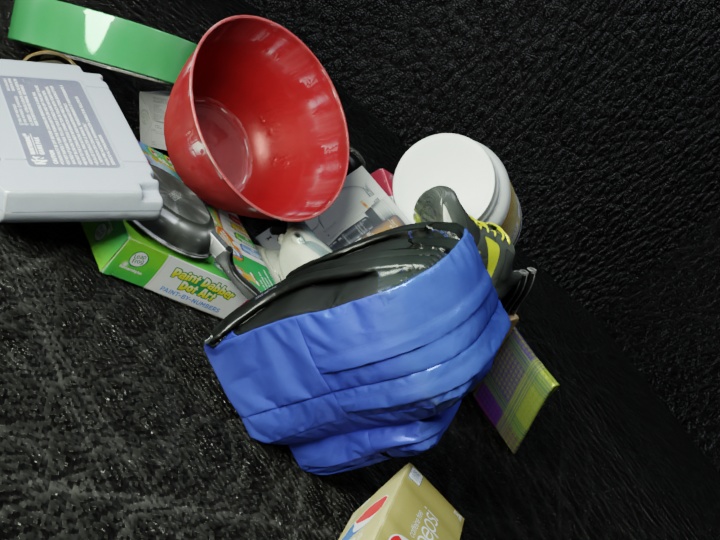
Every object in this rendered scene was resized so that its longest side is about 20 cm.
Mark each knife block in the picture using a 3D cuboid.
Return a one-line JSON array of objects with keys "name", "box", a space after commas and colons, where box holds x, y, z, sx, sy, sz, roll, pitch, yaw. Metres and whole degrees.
[{"name": "knife block", "box": [0.165, 0.066, 1.124, 0.064, 0.175, 0.200, 54, 5, 32]}]

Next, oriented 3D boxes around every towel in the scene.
[{"name": "towel", "box": [0.191, 0.130, 1.166, 0.023, 0.144, 0.200, -3, 41, -27]}]

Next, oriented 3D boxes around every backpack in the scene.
[{"name": "backpack", "box": [0.017, 0.056, 0.664, 0.168, 0.200, 0.163, 60, 28, -13]}]

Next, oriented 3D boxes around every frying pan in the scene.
[{"name": "frying pan", "box": [-0.142, -0.029, 0.716, 0.190, 0.031, 0.115, 46, 15, 16]}]

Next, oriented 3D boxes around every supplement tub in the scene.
[{"name": "supplement tub", "box": [0.123, -0.083, 1.075, 0.144, 0.144, 0.200, 49, 5, 19]}]

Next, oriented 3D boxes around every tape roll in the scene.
[{"name": "tape roll", "box": [-0.265, -0.239, 0.904, 0.200, 0.048, 0.200, 14, 7, -2]}]

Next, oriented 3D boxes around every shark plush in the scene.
[{"name": "shark plush", "box": [-0.041, 0.002, 0.843, 0.083, 0.091, 0.200, 4, 28, -38]}]

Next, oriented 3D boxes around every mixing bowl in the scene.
[{"name": "mixing bowl", "box": [-0.116, -0.134, 0.835, 0.200, 0.108, 0.201, 16, 68, -44]}]

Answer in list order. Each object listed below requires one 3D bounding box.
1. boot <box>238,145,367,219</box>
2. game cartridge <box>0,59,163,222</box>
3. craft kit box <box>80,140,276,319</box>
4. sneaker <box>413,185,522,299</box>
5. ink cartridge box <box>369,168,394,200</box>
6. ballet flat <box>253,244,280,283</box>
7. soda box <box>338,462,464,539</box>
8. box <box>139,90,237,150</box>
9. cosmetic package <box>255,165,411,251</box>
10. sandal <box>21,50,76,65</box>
[{"name": "boot", "box": [-0.094, -0.112, 1.028, 0.210, 0.080, 0.158, 2, 16, -3]}, {"name": "game cartridge", "box": [-0.246, -0.104, 0.662, 0.133, 0.041, 0.200, 1, 38, -35]}, {"name": "craft kit box", "box": [-0.179, -0.045, 0.794, 0.197, 0.049, 0.200, 24, 24, -48]}, {"name": "sneaker", "box": [0.122, -0.032, 0.943, 0.074, 0.085, 0.200, 48, -9, 42]}, {"name": "ink cartridge box", "box": [0.059, -0.025, 1.215, 0.145, 0.084, 0.200, 20, 48, -60]}, {"name": "ballet flat", "box": [-0.060, 0.027, 0.874, 0.200, 0.069, 0.069, 50, 15, 22]}, {"name": "soda box", "box": [0.017, 0.204, 0.573, 0.064, 0.068, 0.200, 46, 13, 5]}, {"name": "box", "box": [-0.141, -0.176, 0.987, 0.116, 0.060, 0.200, 17, 22, 41]}, {"name": "cosmetic package", "box": [0.000, 0.000, 0.942, 0.200, 0.151, 0.052, 51, -7, 26]}, {"name": "sandal", "box": [-0.298, -0.180, 0.811, 0.080, 0.054, 0.200, 44, 14, -4]}]
